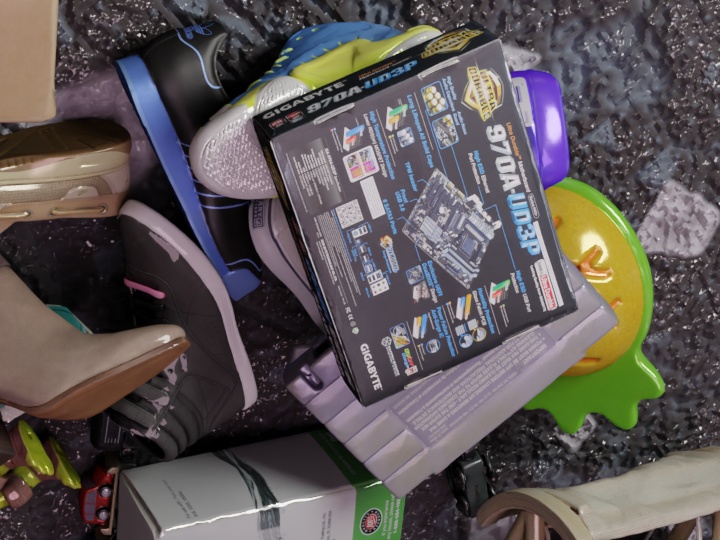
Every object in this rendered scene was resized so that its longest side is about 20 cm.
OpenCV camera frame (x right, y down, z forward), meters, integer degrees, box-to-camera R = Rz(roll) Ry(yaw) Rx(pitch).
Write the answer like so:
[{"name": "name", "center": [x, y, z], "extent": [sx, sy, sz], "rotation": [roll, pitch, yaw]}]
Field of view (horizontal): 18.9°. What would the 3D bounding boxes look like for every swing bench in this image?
[{"name": "swing bench", "center": [0.191, 0.229, 1.647], "extent": [0.197, 0.130, 0.202], "rotation": [-8, 121, -31]}]

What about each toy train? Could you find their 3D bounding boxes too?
[{"name": "toy train", "center": [0.072, 0.098, 1.592], "extent": [0.034, 0.046, 0.201], "rotation": [-20, 129, -14]}, {"name": "toy train", "center": [-0.182, 0.163, 1.568], "extent": [0.045, 0.034, 0.202], "rotation": [2, 118, -15]}]

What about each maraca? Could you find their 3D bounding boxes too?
[{"name": "maraca", "center": [0.146, 0.025, 1.540], "extent": [0.136, 0.107, 0.202], "rotation": [-6, 113, 30]}]

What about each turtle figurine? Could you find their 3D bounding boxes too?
[{"name": "turtle figurine", "center": [-0.279, 0.173, 1.525], "extent": [0.161, 0.065, 0.200], "rotation": [-33, 143, 4]}]

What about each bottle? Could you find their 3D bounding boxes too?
[{"name": "bottle", "center": [0.040, -0.085, 1.469], "extent": [0.198, 0.065, 0.084], "rotation": [-8, 88, -4]}]

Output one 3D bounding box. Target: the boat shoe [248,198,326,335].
[{"name": "boat shoe", "center": [0.000, 0.000, 1.481], "extent": [0.069, 0.071, 0.200], "rotation": [-9, 145, 26]}]

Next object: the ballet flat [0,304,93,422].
[{"name": "ballet flat", "center": [-0.270, 0.086, 1.488], "extent": [0.199, 0.072, 0.072], "rotation": [-26, 124, 1]}]

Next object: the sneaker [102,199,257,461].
[{"name": "sneaker", "center": [-0.138, 0.050, 1.461], "extent": [0.099, 0.070, 0.201], "rotation": [-44, 136, -26]}]

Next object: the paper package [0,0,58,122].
[{"name": "paper package", "center": [-0.280, -0.190, 1.293], "extent": [0.198, 0.104, 0.192], "rotation": [-1, 118, -16]}]

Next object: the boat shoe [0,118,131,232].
[{"name": "boat shoe", "center": [-0.244, -0.050, 1.403], "extent": [0.198, 0.071, 0.065], "rotation": [-7, 120, -15]}]

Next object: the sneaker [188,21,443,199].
[{"name": "sneaker", "center": [-0.037, -0.107, 1.405], "extent": [0.199, 0.105, 0.076], "rotation": [-22, 117, -25]}]

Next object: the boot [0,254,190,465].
[{"name": "boot", "center": [-0.228, 0.038, 1.422], "extent": [0.199, 0.147, 0.070], "rotation": [-29, 163, -1]}]

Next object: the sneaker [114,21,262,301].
[{"name": "sneaker", "center": [-0.092, -0.071, 1.441], "extent": [0.077, 0.070, 0.201], "rotation": [-26, 126, -6]}]

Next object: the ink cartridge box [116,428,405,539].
[{"name": "ink cartridge box", "center": [-0.076, 0.206, 1.577], "extent": [0.198, 0.083, 0.148], "rotation": [-9, 122, -27]}]

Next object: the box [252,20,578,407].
[{"name": "box", "center": [0.037, -0.034, 1.364], "extent": [0.158, 0.046, 0.201], "rotation": [-24, 117, -9]}]

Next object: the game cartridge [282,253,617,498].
[{"name": "game cartridge", "center": [0.062, 0.053, 1.467], "extent": [0.200, 0.038, 0.130], "rotation": [-39, 118, 11]}]
